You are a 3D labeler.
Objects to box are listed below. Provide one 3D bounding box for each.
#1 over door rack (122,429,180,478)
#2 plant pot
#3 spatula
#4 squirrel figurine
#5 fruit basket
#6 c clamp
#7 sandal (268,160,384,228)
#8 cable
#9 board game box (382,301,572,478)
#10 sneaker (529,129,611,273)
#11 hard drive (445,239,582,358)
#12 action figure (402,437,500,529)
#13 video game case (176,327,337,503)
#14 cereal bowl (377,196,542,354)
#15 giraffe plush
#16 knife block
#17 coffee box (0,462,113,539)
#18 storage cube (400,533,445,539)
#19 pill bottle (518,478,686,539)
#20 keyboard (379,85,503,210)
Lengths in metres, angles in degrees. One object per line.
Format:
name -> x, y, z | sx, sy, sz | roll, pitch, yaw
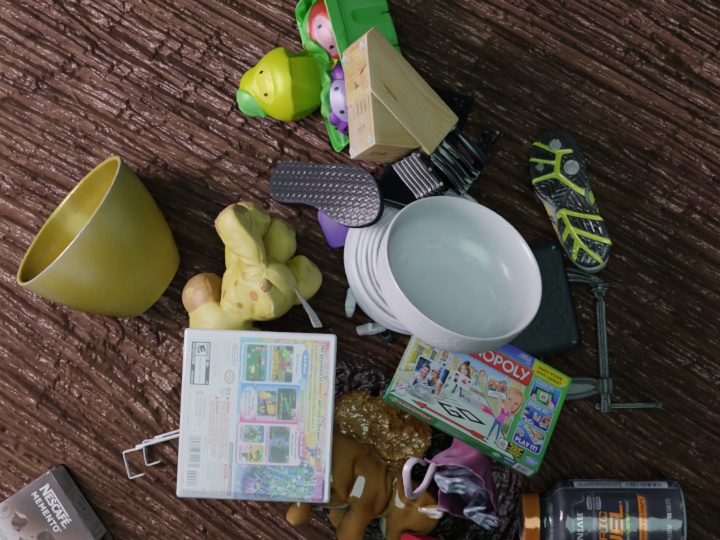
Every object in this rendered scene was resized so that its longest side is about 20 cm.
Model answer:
over door rack -> -0.203, 0.182, 1.646 | 0.200, 0.148, 0.067 | -28, 88, 0
plant pot -> -0.312, -0.023, 1.653 | 0.142, 0.200, 0.200 | 39, 89, -23
spatula -> 0.000, 0.000, 1.710 | 0.056, 0.021, 0.201 | -21, 88, -1
squirrel figurine -> 0.024, 0.251, 1.645 | 0.186, 0.142, 0.200 | 23, 91, -4
fruit basket -> -0.056, -0.252, 1.670 | 0.215, 0.155, 0.216 | 2, 82, -15
c clamp -> 0.288, 0.089, 1.698 | 0.170, 0.027, 0.201 | -9, 89, 7
sandal -> -0.034, -0.100, 1.664 | 0.200, 0.048, 0.076 | 20, 89, 44
cable -> 0.079, -0.017, 1.674 | 0.199, 0.069, 0.201 | -1, 87, -7
board game box -> 0.142, 0.141, 1.566 | 0.200, 0.029, 0.135 | 28, 62, -4
sneaker -> 0.264, -0.085, 1.684 | 0.075, 0.076, 0.201 | -14, 69, 4
hard drive -> 0.167, 0.049, 1.633 | 0.199, 0.033, 0.140 | -12, 89, -9
action figure -> 0.136, 0.223, 1.636 | 0.148, 0.200, 0.134 | 4, 131, 7
video game case -> -0.122, 0.172, 1.562 | 0.181, 0.024, 0.201 | 3, 87, -2
cereal bowl -> 0.108, 0.015, 1.549 | 0.199, 0.083, 0.201 | 12, 56, -18
giraffe plush -> -0.151, 0.034, 1.649 | 0.162, 0.172, 0.200 | -37, 55, 19
knife block -> 0.073, -0.183, 1.596 | 0.175, 0.064, 0.201 | 1, 77, -29
coffee box -> -0.379, 0.362, 1.678 | 0.113, 0.080, 0.200 | -33, 87, 1
storage cube -> 0.145, 0.429, 1.579 | 0.171, 0.180, 0.201 | 13, 89, -33
pill bottle -> 0.299, 0.314, 1.645 | 0.199, 0.106, 0.107 | -1, 88, 2
keyboard -> 0.105, -0.147, 1.669 | 0.127, 0.021, 0.200 | 17, 59, 8
